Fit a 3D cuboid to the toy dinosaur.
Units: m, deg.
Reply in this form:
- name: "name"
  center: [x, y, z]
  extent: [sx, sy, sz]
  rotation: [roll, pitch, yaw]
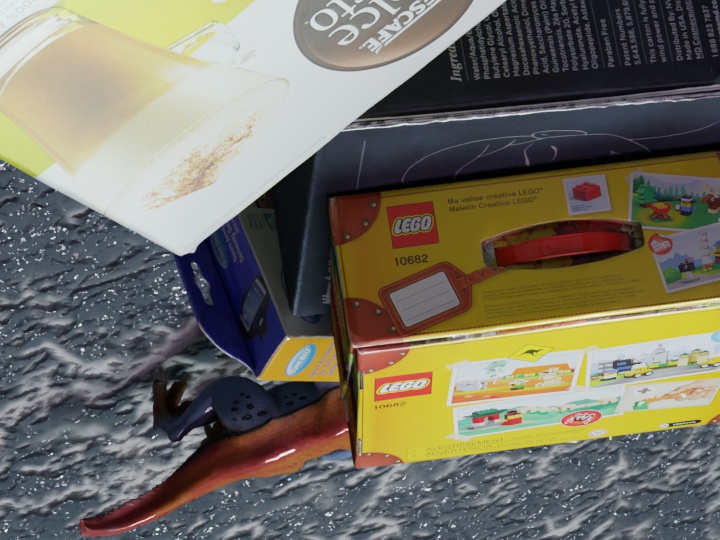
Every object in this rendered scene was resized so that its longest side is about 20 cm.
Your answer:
- name: "toy dinosaur"
  center: [-0.020, 0.090, 1.553]
  extent: [0.105, 0.181, 0.200]
  rotation: [50, 58, -36]

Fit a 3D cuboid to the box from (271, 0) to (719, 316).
- name: "box"
  center: [0.060, -0.079, 1.355]
  extent: [0.196, 0.124, 0.200]
  rotation: [-7, 155, -9]

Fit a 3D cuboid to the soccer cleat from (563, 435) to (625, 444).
- name: "soccer cleat"
  center: [0.074, 0.058, 1.674]
  extent: [0.199, 0.065, 0.084]
  rotation: [-2, 109, -24]

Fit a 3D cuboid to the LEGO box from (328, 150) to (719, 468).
- name: "LEGO box"
  center: [0.088, 0.019, 1.340]
  extent: [0.199, 0.077, 0.149]
  rotation: [-7, 155, -4]

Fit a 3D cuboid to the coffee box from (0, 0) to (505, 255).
- name: "coffee box"
  center: [-0.083, -0.164, 1.148]
  extent: [0.199, 0.200, 0.198]
  rotation: [-37, 144, 17]

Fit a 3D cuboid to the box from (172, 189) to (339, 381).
- name: "box"
  center: [0.000, 0.000, 1.484]
  extent: [0.199, 0.119, 0.042]
  rotation: [4, 139, -36]
